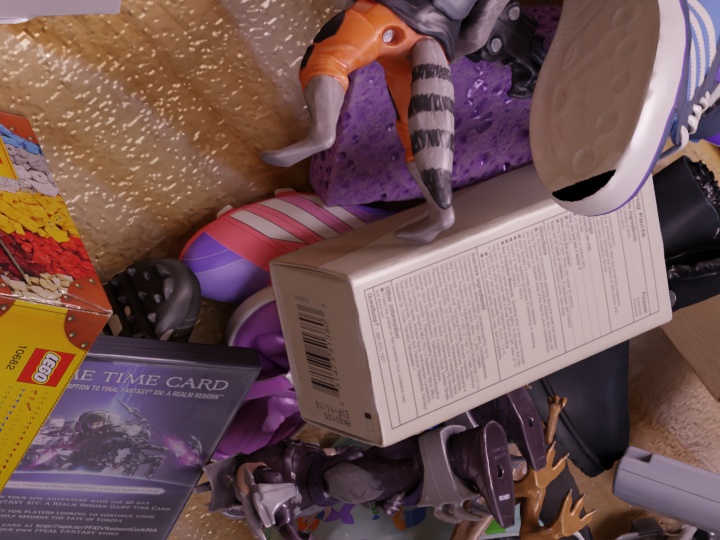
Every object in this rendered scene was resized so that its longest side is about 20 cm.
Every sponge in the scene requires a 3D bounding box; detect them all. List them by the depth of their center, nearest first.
[{"bbox_3d":[0.075,-0.091,1.069,0.200,0.030,0.112,-6,133,-25],"label":"sponge"}]

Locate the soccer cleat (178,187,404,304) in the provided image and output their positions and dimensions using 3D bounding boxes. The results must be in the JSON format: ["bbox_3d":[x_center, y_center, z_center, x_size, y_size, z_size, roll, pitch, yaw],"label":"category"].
[{"bbox_3d":[0.000,0.000,1.080,0.200,0.076,0.067,-1,131,-29],"label":"soccer cleat"}]

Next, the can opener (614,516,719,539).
[{"bbox_3d":[0.262,0.211,1.440,0.200,0.067,0.053,-3,132,-27],"label":"can opener"}]

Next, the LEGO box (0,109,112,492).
[{"bbox_3d":[-0.216,0.039,0.943,0.077,0.149,0.200,13,124,-38],"label":"LEGO box"}]

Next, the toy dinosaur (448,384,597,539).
[{"bbox_3d":[0.074,0.126,1.108,0.060,0.106,0.200,30,79,-35],"label":"toy dinosaur"}]

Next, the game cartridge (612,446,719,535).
[{"bbox_3d":[0.235,0.154,1.277,0.042,0.133,0.200,-67,166,-4],"label":"game cartridge"}]

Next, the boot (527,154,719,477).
[{"bbox_3d":[0.174,0.031,1.197,0.168,0.076,0.200,-27,133,11],"label":"boot"}]

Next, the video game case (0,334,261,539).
[{"bbox_3d":[-0.154,0.109,1.053,0.143,0.019,0.200,6,131,-29],"label":"video game case"}]

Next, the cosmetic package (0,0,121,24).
[{"bbox_3d":[-0.142,-0.204,0.798,0.107,0.090,0.200,-4,135,-27],"label":"cosmetic package"}]

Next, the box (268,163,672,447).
[{"bbox_3d":[0.061,0.010,1.023,0.200,0.078,0.095,-20,107,-31],"label":"box"}]

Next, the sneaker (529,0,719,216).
[{"bbox_3d":[0.161,-0.085,0.987,0.081,0.200,0.146,-19,137,37],"label":"sneaker"}]

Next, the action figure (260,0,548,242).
[{"bbox_3d":[0.048,-0.113,0.942,0.200,0.105,0.194,24,77,-35],"label":"action figure"}]

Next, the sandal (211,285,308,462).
[{"bbox_3d":[-0.043,0.071,1.098,0.082,0.050,0.203,6,149,-15],"label":"sandal"}]

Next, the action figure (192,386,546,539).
[{"bbox_3d":[-0.003,0.113,1.062,0.200,0.069,0.130,-14,-174,32],"label":"action figure"}]

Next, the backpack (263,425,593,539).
[{"bbox_3d":[0.039,0.179,1.216,0.200,0.151,0.178,-16,139,-1],"label":"backpack"}]

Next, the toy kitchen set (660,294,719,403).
[{"bbox_3d":[0.339,0.045,1.237,0.200,0.180,0.163,-45,137,15],"label":"toy kitchen set"}]

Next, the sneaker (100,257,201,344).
[{"bbox_3d":[-0.124,0.069,1.090,0.090,0.066,0.200,5,131,-36],"label":"sneaker"}]
